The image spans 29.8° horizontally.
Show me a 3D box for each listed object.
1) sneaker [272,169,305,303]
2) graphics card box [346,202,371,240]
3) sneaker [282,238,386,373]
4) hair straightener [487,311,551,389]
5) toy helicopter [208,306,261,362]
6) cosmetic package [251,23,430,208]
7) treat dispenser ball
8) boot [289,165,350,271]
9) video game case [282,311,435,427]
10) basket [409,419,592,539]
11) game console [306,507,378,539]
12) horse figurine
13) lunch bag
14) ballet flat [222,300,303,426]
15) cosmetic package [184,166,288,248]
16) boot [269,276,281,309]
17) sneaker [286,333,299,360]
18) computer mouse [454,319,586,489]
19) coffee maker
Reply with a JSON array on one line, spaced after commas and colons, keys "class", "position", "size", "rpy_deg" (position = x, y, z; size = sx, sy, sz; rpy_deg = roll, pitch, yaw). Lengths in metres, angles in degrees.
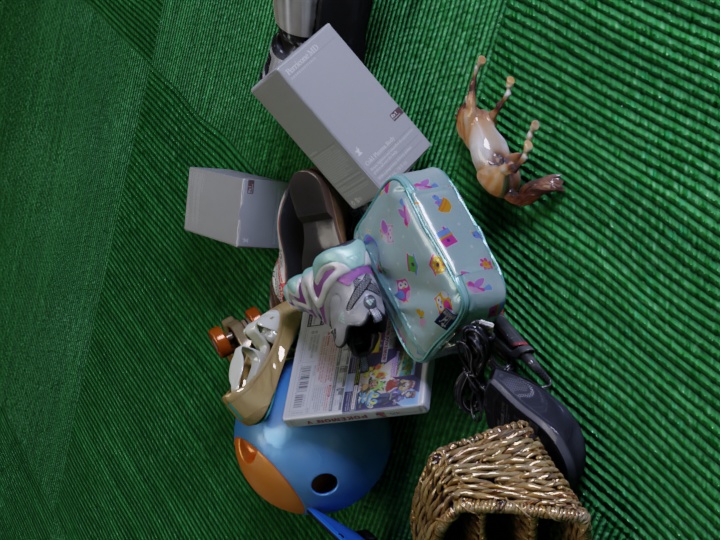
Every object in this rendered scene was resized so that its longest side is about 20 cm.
[{"class": "sneaker", "position": [-0.086, -0.040, 1.830], "size": [0.108, 0.067, 0.202], "rpy_deg": [-145, 55, -75]}, {"class": "graphics card box", "position": [0.000, 0.000, 1.775], "size": [0.125, 0.051, 0.200], "rpy_deg": [3, 89, 60]}, {"class": "sneaker", "position": [-0.023, 0.057, 1.584], "size": [0.140, 0.078, 0.200], "rpy_deg": [67, 161, 8]}, {"class": "hair straightener", "position": [0.152, 0.081, 1.539], "size": [0.200, 0.041, 0.077], "rpy_deg": [48, 128, 43]}, {"class": "toy helicopter", "position": [-0.174, 0.130, 2.033], "size": [0.132, 0.079, 0.200], "rpy_deg": [63, 166, -5]}, {"class": "cosmetic package", "position": [-0.024, -0.188, 1.661], "size": [0.200, 0.107, 0.090], "rpy_deg": [49, 150, -13]}, {"class": "treat dispenser ball", "position": [-0.061, 0.209, 1.715], "size": [0.201, 0.201, 0.201], "rpy_deg": [-7, 82, 58]}, {"class": "boot", "position": [-0.033, -0.038, 1.735], "size": [0.074, 0.075, 0.200], "rpy_deg": [0, 106, 33]}, {"class": "video game case", "position": [0.006, 0.091, 1.624], "size": [0.182, 0.023, 0.200], "rpy_deg": [-9, 49, 23]}, {"class": "basket", "position": [0.139, 0.281, 1.382], "size": [0.149, 0.143, 0.200], "rpy_deg": [-122, 21, -44]}, {"class": "game console", "position": [0.013, 0.399, 1.637], "size": [0.200, 0.118, 0.171], "rpy_deg": [34, 118, 47]}, {"class": "horse figurine", "position": [0.155, -0.143, 1.523], "size": [0.200, 0.050, 0.133], "rpy_deg": [64, 152, 29]}, {"class": "lunch bag", "position": [0.073, 0.000, 1.526], "size": [0.160, 0.077, 0.200], "rpy_deg": [-52, 57, 48]}, {"class": "ballet flat", "position": [-0.120, 0.097, 1.659], "size": [0.069, 0.063, 0.200], "rpy_deg": [-30, 31, 37]}, {"class": "cosmetic package", "position": [-0.191, -0.097, 2.067], "size": [0.200, 0.090, 0.107], "rpy_deg": [19, 104, 55]}, {"class": "boot", "position": [-0.104, 0.116, 1.926], "size": [0.186, 0.064, 0.200], "rpy_deg": [-47, 51, 32]}, {"class": "sneaker", "position": [-0.097, 0.099, 1.793], "size": [0.200, 0.075, 0.076], "rpy_deg": [-50, 42, 49]}, {"class": "computer mouse", "position": [0.179, 0.149, 1.441], "size": [0.200, 0.053, 0.139], "rpy_deg": [47, 149, 35]}, {"class": "coffee maker", "position": [-0.029, -0.314, 1.748], "size": [0.135, 0.192, 0.200], "rpy_deg": [-59, -17, -45]}]
